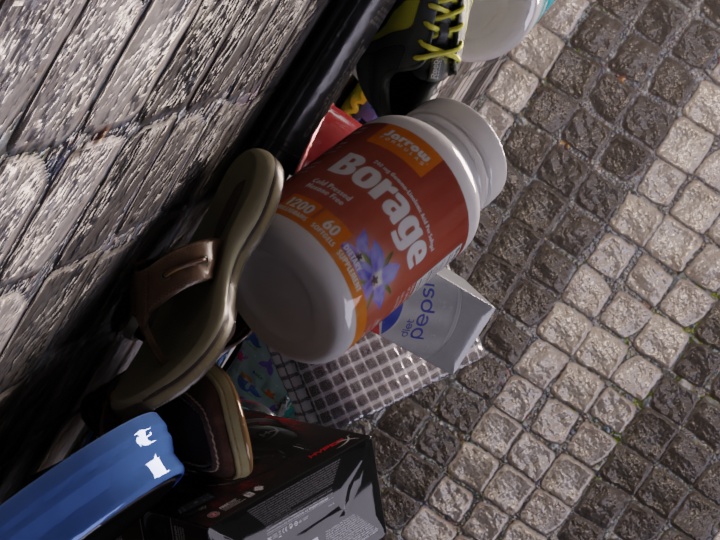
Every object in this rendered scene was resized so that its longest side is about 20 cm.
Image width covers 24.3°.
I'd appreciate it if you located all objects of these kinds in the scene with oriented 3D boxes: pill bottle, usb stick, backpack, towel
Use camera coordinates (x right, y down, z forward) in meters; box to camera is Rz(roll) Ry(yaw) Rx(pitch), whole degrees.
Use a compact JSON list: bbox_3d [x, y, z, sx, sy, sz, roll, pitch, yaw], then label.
[{"bbox_3d":[0.109,-0.244,1.331,0.111,0.110,0.200,-59,176,30],"label":"pill bottle"},{"bbox_3d":[0.008,-0.034,1.122,0.200,0.112,0.112,-40,167,-36],"label":"pill bottle"},{"bbox_3d":[-0.032,-0.122,1.112,0.201,0.033,0.055,-57,170,5],"label":"usb stick"},{"bbox_3d":[-0.055,0.069,1.647,0.178,0.150,0.201,-52,169,-43],"label":"backpack"},{"bbox_3d":[0.010,0.041,1.523,0.199,0.166,0.085,-24,179,-31],"label":"towel"}]

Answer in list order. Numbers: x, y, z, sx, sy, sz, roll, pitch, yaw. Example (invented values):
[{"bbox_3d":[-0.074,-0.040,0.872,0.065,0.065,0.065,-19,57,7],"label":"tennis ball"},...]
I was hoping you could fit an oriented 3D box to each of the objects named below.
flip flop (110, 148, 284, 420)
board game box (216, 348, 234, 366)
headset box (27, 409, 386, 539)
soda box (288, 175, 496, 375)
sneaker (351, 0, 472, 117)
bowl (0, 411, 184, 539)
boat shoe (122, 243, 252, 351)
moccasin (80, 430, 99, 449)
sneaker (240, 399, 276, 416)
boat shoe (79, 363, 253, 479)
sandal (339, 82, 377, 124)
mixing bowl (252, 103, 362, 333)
[{"bbox_3d":[-0.105,0.001,0.993,0.081,0.058,0.201,-16,-136,49],"label":"flip flop"},{"bbox_3d":[-0.127,0.055,1.340,0.127,0.034,0.200,-58,177,-9],"label":"board game box"},{"bbox_3d":[-0.107,0.152,1.091,0.148,0.199,0.078,-24,113,-42],"label":"headset box"},{"bbox_3d":[0.000,0.000,1.234,0.064,0.199,0.068,-56,-152,7],"label":"soda box"},{"bbox_3d":[0.055,-0.181,1.166,0.074,0.085,0.200,-2,145,-26],"label":"sneaker"},{"bbox_3d":[-0.182,0.155,0.922,0.200,0.039,0.201,-38,174,-5],"label":"bowl"},{"bbox_3d":[-0.110,0.028,1.126,0.072,0.059,0.200,-56,177,1],"label":"boat shoe"},{"bbox_3d":[-0.171,0.187,1.220,0.080,0.068,0.201,1,106,-54],"label":"moccasin"},{"bbox_3d":[-0.127,0.131,1.296,0.199,0.080,0.095,-23,-170,40],"label":"sneaker"},{"bbox_3d":[-0.126,0.095,1.033,0.072,0.073,0.200,-17,-166,-23],"label":"boat shoe"},{"bbox_3d":[0.017,-0.110,1.462,0.080,0.087,0.200,-53,173,-29],"label":"sandal"},{"bbox_3d":[-0.010,-0.025,1.348,0.200,0.108,0.201,20,90,-89],"label":"mixing bowl"}]
